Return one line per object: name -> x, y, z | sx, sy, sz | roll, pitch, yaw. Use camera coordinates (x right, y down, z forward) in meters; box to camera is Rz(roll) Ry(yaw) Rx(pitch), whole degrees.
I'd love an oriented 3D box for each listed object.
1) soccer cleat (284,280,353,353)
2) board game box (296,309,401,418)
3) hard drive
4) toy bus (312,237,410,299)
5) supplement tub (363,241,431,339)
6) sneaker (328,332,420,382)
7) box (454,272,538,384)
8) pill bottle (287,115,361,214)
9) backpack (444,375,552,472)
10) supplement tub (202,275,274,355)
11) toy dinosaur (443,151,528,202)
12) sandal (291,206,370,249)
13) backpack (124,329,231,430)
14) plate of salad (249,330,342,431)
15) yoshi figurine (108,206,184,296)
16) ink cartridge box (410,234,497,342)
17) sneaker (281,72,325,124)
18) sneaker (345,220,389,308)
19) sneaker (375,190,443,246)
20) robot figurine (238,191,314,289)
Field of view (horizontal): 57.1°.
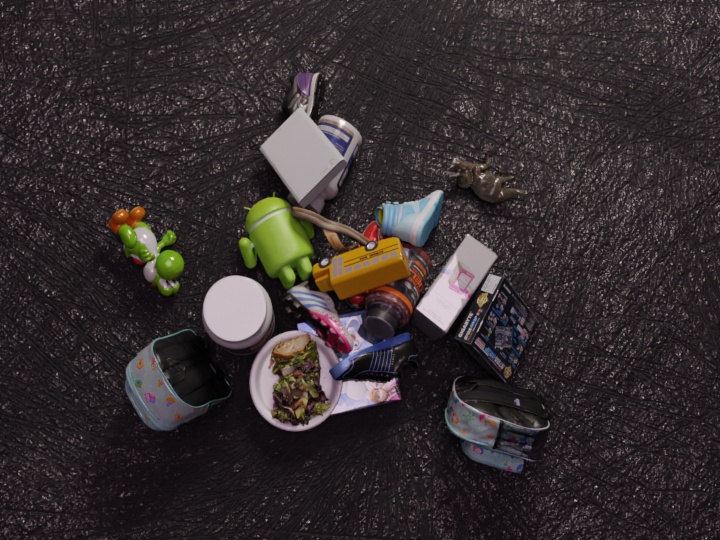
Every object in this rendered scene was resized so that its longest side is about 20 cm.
soccer cleat -> -0.074, 0.089, 1.383 | 0.198, 0.071, 0.086 | 37, 54, 24
board game box -> -0.025, 0.197, 1.421 | 0.193, 0.043, 0.206 | -11, 79, -7
hard drive -> -0.125, -0.245, 1.413 | 0.132, 0.026, 0.201 | -42, 55, 7
toy bus -> 0.000, 0.000, 1.355 | 0.195, 0.066, 0.080 | -19, 43, 13
supplement tub -> 0.074, 0.045, 1.398 | 0.105, 0.108, 0.203 | 27, 55, 1
sneaker -> 0.034, 0.197, 1.363 | 0.196, 0.070, 0.079 | -20, 75, -20
box -> 0.293, 0.126, 1.401 | 0.200, 0.045, 0.161 | 43, 72, -42
pill bottle -> -0.084, -0.230, 1.468 | 0.109, 0.111, 0.204 | 25, 77, 1
backpack -> 0.270, 0.305, 1.358 | 0.195, 0.178, 0.154 | 19, 107, -1
supplement tub -> -0.245, 0.092, 1.341 | 0.136, 0.200, 0.145 | 1, 78, -5
toy dinosaur -> 0.294, -0.204, 1.529 | 0.198, 0.077, 0.103 | 36, 89, -2
sandal -> -0.060, -0.077, 1.397 | 0.196, 0.080, 0.055 | 23, 91, -10
backpack -> -0.372, 0.221, 1.304 | 0.151, 0.200, 0.178 | -33, 84, 5
plate of salad -> -0.133, 0.225, 1.362 | 0.194, 0.048, 0.206 | 0, 78, -2
yoshi figurine -> -0.438, -0.047, 1.402 | 0.111, 0.112, 0.202 | -35, 86, -18
ink cartridge box -> 0.197, 0.040, 1.422 | 0.084, 0.145, 0.201 | 37, 77, 7
sneaker -> -0.143, -0.355, 1.521 | 0.085, 0.076, 0.206 | 8, 77, 17
sneaker -> 0.023, -0.015, 1.447 | 0.075, 0.085, 0.205 | 17, 77, -2
sneaker -> 0.106, -0.133, 1.460 | 0.127, 0.081, 0.200 | 15, 32, 17
robot figurine -> -0.174, -0.067, 1.424 | 0.172, 0.116, 0.203 | -26, 81, -16
